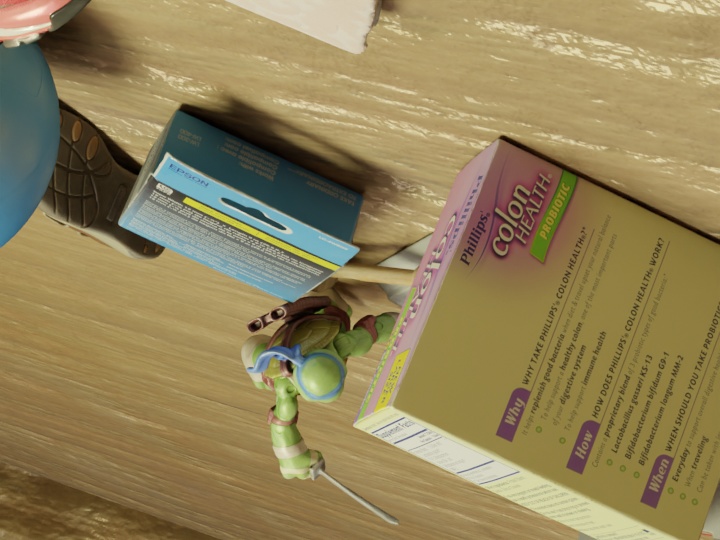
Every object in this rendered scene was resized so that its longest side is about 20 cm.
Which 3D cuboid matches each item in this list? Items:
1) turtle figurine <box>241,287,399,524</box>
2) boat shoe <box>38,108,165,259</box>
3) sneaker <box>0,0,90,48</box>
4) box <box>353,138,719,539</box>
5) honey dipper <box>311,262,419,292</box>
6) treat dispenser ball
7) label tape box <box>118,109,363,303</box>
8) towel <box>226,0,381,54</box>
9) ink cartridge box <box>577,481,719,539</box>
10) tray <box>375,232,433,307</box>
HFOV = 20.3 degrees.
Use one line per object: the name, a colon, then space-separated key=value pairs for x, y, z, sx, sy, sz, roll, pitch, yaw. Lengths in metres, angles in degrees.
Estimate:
turtle figurine: x=-0.012 y=0.093 z=1.549 sx=0.200 sy=0.144 sz=0.194 roll=14 pitch=-170 yaw=-16
boat shoe: x=-0.221 y=-0.066 z=1.508 sx=0.072 sy=0.076 sz=0.200 roll=14 pitch=161 yaw=37
sneaker: x=-0.227 y=-0.184 z=1.093 sx=0.200 sy=0.074 sz=0.087 roll=21 pitch=160 yaw=32
box: x=0.125 y=0.050 z=1.196 sx=0.200 sy=0.176 sz=0.097 roll=25 pitch=164 yaw=-8
honey dipper: x=0.000 y=0.000 z=1.460 sx=0.038 sy=0.038 sz=0.200 roll=32 pitch=165 yaw=-30
treat dispenser ball: x=-0.292 y=-0.093 z=1.270 sx=0.201 sy=0.201 sz=0.201 roll=21 pitch=165 yaw=6
label tape box: x=-0.078 y=-0.048 z=1.379 sx=0.143 sy=0.066 sz=0.200 roll=25 pitch=163 yaw=-9
towel: x=-0.072 y=-0.182 z=0.970 sx=0.191 sy=0.032 sz=0.200 roll=22 pitch=166 yaw=0
ink cartridge box: x=0.251 y=0.118 z=1.249 sx=0.084 sy=0.176 sz=0.200 roll=32 pitch=163 yaw=-31
tray: x=0.075 y=0.015 z=1.450 sx=0.107 sy=0.022 sz=0.200 roll=27 pitch=165 yaw=-10
